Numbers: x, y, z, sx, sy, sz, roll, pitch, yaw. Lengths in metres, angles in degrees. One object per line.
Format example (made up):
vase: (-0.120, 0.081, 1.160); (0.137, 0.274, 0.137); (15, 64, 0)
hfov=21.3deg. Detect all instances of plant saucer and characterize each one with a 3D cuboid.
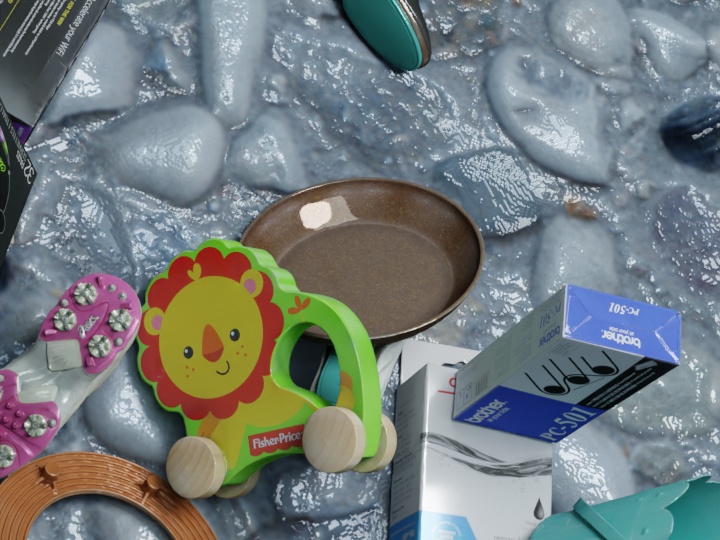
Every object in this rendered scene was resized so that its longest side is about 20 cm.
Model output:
plant saucer: (0.000, 0.000, 1.523); (0.198, 0.037, 0.201); (-3, 39, 2)

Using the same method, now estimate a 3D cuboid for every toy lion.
toy lion: (-0.080, 0.068, 1.437); (0.068, 0.199, 0.194); (9, 71, -59)

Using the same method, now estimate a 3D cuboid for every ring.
ring: (-0.179, 0.212, 1.387); (0.199, 0.019, 0.201); (20, 42, -19)

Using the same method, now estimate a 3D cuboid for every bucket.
bucket: (0.220, 0.262, 1.457); (0.207, 0.134, 0.209); (27, 56, -51)

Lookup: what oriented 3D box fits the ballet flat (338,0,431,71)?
ballet flat: (-0.002, -0.260, 1.647); (0.200, 0.068, 0.068); (44, 54, -2)

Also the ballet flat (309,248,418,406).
ballet flat: (0.004, 0.065, 1.524); (0.069, 0.070, 0.201); (31, 43, -8)

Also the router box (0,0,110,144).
router box: (-0.284, -0.219, 1.530); (0.148, 0.051, 0.201); (31, 63, -10)

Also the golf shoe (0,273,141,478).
golf shoe: (-0.235, 0.091, 1.427); (0.200, 0.092, 0.075); (-43, 82, -5)

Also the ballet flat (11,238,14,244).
ballet flat: (-0.301, -0.013, 1.452); (0.065, 0.070, 0.202); (34, 62, -37)

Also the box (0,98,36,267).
box: (-0.329, -0.089, 1.320); (0.123, 0.201, 0.149); (-5, 42, 15)

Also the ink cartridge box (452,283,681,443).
ink cartridge box: (0.150, 0.073, 1.428); (0.093, 0.200, 0.045); (13, 65, -16)

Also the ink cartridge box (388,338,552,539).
ink cartridge box: (0.089, 0.147, 1.529); (0.115, 0.067, 0.202); (10, 67, -17)
